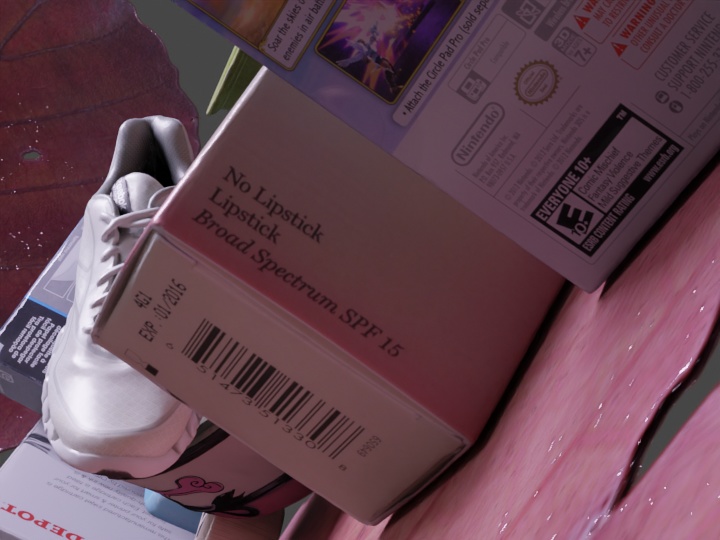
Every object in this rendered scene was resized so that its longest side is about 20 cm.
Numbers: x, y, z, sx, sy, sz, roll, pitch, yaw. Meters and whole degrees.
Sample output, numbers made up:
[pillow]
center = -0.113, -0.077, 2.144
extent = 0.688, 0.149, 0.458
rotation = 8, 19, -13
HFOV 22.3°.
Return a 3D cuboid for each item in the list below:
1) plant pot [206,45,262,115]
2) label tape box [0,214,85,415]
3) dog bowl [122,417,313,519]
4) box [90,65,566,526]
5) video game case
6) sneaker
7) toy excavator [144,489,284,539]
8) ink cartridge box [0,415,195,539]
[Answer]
[plant pot]
center = 0.020, -0.158, 1.247
extent = 0.200, 0.189, 0.200
rotation = -63, 8, 16
[label tape box]
center = -0.123, 0.055, 1.203
extent = 0.144, 0.200, 0.063
rotation = -58, -16, -26
[dog bowl]
center = -0.047, 0.034, 0.898
extent = 0.200, 0.074, 0.200
rotation = -33, 32, 24
[box]
center = 0.015, -0.032, 0.659
extent = 0.200, 0.128, 0.109
rotation = -58, 4, -29
[video game case]
center = 0.047, -0.115, 0.496
extent = 0.200, 0.181, 0.045
rotation = -53, 3, 40
[sneaker]
center = -0.104, 0.008, 0.827
extent = 0.200, 0.075, 0.081
rotation = -90, 2, -48
[toy excavator]
center = -0.073, 0.119, 1.026
extent = 0.195, 0.100, 0.200
rotation = -51, 19, 52
[ink cartridge box]
center = -0.168, 0.172, 1.195
extent = 0.200, 0.146, 0.086
rotation = -62, -4, -65
